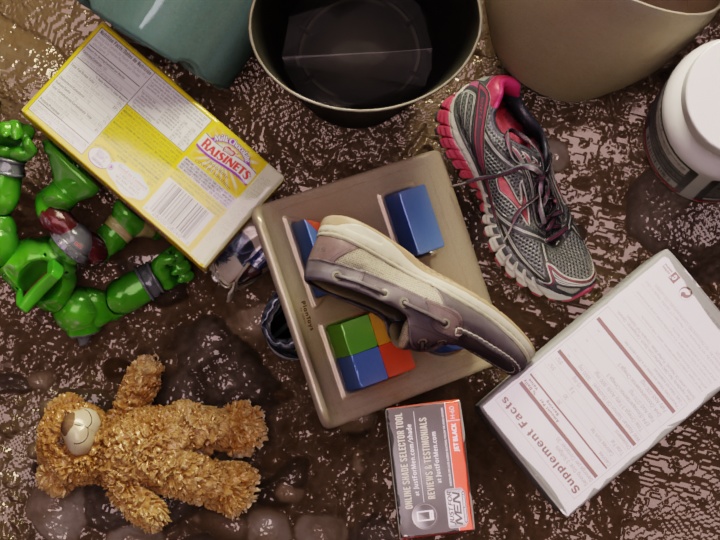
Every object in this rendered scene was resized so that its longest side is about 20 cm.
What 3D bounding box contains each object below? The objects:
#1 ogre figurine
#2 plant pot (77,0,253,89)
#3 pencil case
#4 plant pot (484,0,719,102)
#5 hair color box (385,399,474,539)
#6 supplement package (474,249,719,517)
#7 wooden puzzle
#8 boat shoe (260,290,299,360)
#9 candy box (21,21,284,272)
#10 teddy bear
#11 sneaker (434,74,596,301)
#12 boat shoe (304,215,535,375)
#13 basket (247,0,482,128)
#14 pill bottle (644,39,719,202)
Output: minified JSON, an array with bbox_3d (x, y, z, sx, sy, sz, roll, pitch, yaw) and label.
[{"bbox_3d":[-0.250,-0.024,1.579,0.120,0.098,0.200,-48,129,2],"label":"ogre figurine"},{"bbox_3d":[-0.125,-0.270,1.562,0.200,0.200,0.197,32,94,5],"label":"plant pot"},{"bbox_3d":[-0.145,-0.072,1.591,0.200,0.078,0.089,44,60,4],"label":"pencil case"},{"bbox_3d":[0.180,-0.220,1.556,0.200,0.200,0.135,33,124,5],"label":"plant pot"},{"bbox_3d":[0.055,0.158,1.503,0.061,0.200,0.102,-7,85,2],"label":"hair color box"},{"bbox_3d":[0.204,0.093,1.545,0.200,0.117,0.117,-39,87,-1],"label":"supplement package"},{"bbox_3d":[0.025,0.010,1.524,0.199,0.046,0.186,-19,90,-33],"label":"wooden puzzle"},{"bbox_3d":[0.000,0.000,1.574,0.200,0.091,0.071,-44,85,-2],"label":"boat shoe"},{"bbox_3d":[-0.169,-0.101,1.542,0.200,0.026,0.102,41,77,4],"label":"candy box"},{"bbox_3d":[-0.175,0.147,1.580,0.199,0.067,0.146,23,84,3],"label":"teddy bear"},{"bbox_3d":[0.136,-0.066,1.565,0.080,0.075,0.201,-33,93,-42],"label":"sneaker"},{"bbox_3d":[0.043,0.032,1.471,0.199,0.072,0.065,33,74,-14],"label":"boat shoe"},{"bbox_3d":[0.001,-0.183,1.532,0.179,0.200,0.137,-5,87,-2],"label":"basket"},{"bbox_3d":[0.295,-0.122,1.520,0.115,0.200,0.117,0,85,2],"label":"pill bottle"}]
